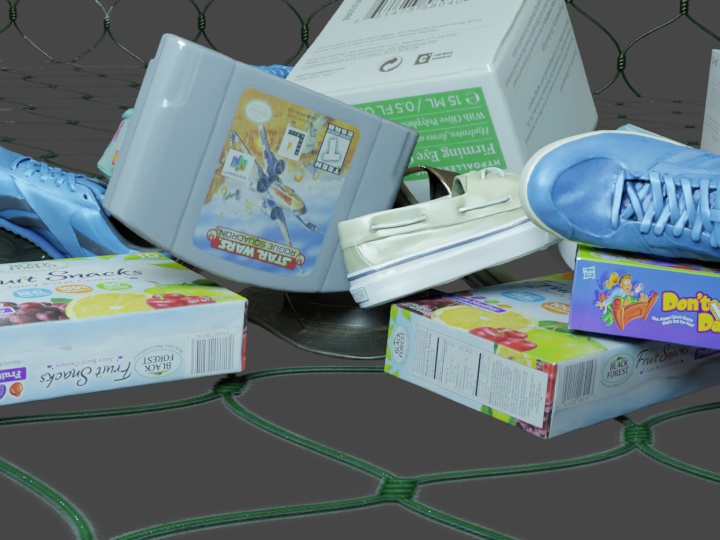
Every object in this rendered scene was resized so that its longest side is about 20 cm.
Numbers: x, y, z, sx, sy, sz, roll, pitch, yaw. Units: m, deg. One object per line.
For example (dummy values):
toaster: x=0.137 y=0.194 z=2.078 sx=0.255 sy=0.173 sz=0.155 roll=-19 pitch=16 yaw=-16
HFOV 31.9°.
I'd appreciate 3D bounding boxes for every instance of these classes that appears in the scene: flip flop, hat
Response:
flip flop: x=0.071 y=-0.039 z=0.957 sx=0.200 sy=0.058 sz=0.081 roll=39 pitch=-2 yaw=-15
hat: x=0.000 y=0.000 z=0.949 sx=0.198 sy=0.082 sz=0.201 roll=3 pitch=13 yaw=-1

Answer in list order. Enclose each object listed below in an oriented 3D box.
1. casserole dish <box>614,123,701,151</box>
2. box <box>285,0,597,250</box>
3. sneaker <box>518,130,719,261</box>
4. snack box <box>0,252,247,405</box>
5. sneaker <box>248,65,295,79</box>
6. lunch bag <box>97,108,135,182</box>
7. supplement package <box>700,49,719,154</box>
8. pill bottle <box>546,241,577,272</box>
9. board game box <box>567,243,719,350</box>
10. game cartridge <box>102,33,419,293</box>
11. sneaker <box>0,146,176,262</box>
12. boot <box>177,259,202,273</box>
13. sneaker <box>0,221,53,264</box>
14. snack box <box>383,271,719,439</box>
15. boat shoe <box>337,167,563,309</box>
casserole dish: x=0.260 y=-0.073 z=0.970 sx=0.120 sy=0.039 sz=0.200 roll=17 pitch=10 yaw=-19
box: x=0.070 y=-0.133 z=1.058 sx=0.197 sy=0.172 sz=0.201 roll=-4 pitch=37 yaw=28
sneaker: x=0.197 y=-0.039 z=0.731 sx=0.198 sy=0.078 sz=0.111 roll=11 pitch=2 yaw=-7
snack box: x=-0.192 y=0.034 z=0.803 sx=0.198 sy=0.054 sz=0.142 roll=-5 pitch=15 yaw=-33
sneaker: x=-0.080 y=-0.152 z=1.072 sx=0.066 sy=0.079 sz=0.200 roll=27 pitch=-1 yaw=25
lunch bag: x=-0.134 y=-0.077 z=1.152 sx=0.199 sy=0.078 sz=0.160 roll=19 pitch=-7 yaw=44
supplement package: x=0.382 y=-0.082 z=1.100 sx=0.145 sy=0.202 sz=0.191 roll=4 pitch=14 yaw=5
pill bottle: x=0.217 y=-0.054 z=1.139 sx=0.111 sy=0.113 sz=0.200 roll=4 pitch=14 yaw=7
board game box: x=0.208 y=0.003 z=0.834 sx=0.133 sy=0.045 sz=0.200 roll=8 pitch=13 yaw=9
game cartridge: x=-0.061 y=-0.057 z=0.818 sx=0.199 sy=0.134 sz=0.041 roll=16 pitch=3 yaw=-36
sneaker: x=-0.222 y=-0.053 z=0.935 sx=0.199 sy=0.079 sz=0.066 roll=37 pitch=28 yaw=-5
boot: x=-0.228 y=-0.023 z=1.029 sx=0.153 sy=0.074 sz=0.203 roll=-10 pitch=13 yaw=-35
sneaker: x=-0.309 y=-0.005 z=0.960 sx=0.199 sy=0.115 sz=0.076 roll=41 pitch=24 yaw=22
snack box: x=0.134 y=0.048 z=0.832 sx=0.199 sy=0.054 sz=0.142 roll=-8 pitch=19 yaw=-41
boat shoe: x=0.081 y=-0.035 z=0.833 sx=0.198 sy=0.063 sz=0.072 roll=-21 pitch=4 yaw=-12
